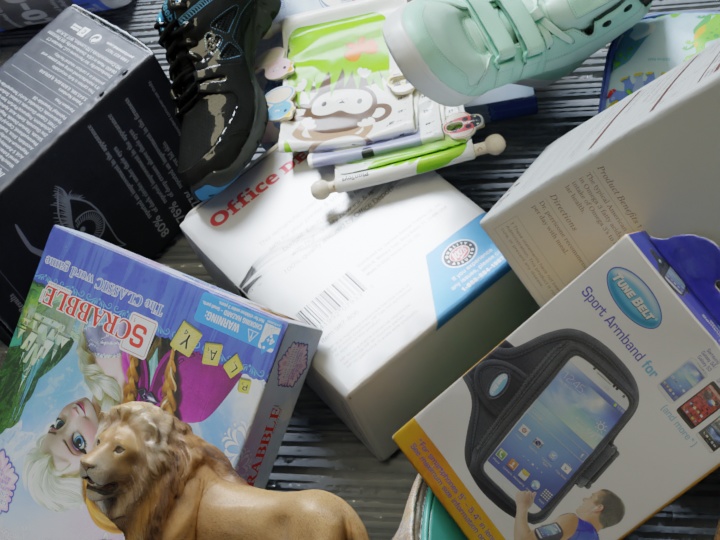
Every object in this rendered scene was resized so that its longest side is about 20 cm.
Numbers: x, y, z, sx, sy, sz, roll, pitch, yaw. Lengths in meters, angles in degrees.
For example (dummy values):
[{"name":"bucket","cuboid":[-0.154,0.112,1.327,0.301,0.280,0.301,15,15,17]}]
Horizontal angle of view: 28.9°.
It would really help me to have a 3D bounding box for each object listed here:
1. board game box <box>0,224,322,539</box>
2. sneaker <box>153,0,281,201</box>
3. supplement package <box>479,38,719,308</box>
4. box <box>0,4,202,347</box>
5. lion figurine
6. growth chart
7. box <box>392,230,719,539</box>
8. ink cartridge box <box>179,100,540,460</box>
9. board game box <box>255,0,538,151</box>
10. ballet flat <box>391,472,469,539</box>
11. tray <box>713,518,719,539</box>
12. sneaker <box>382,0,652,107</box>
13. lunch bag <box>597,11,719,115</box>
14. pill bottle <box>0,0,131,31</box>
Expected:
[{"name":"board game box","cuboid":[-0.143,0.096,0.855,0.200,0.041,0.200,20,91,32]},{"name":"sneaker","cuboid":[-0.108,-0.139,0.942,0.073,0.082,0.200,-26,49,38]},{"name":"supplement package","cuboid":[0.188,-0.048,0.764,0.200,0.117,0.117,-31,8,37]},{"name":"box","cuboid":[-0.216,-0.059,0.985,0.200,0.148,0.104,-45,52,-16]},{"name":"lion figurine","cuboid":[-0.058,0.142,0.744,0.199,0.072,0.123,7,88,16]},{"name":"growth chart","cuboid":[0.002,-0.122,0.933,0.144,0.018,0.200,-18,47,1]},{"name":"box","cuboid":[0.124,0.073,0.728,0.200,0.041,0.119,-44,76,25]},{"name":"ink cartridge box","cuboid":[0.000,0.000,0.902,0.144,0.084,0.200,-38,51,-11]},{"name":"board game box","cuboid":[0.016,-0.195,1.017,0.198,0.043,0.201,-9,75,8]},{"name":"ballet flat","cuboid":[0.037,0.198,0.753,0.067,0.068,0.200,-34,42,30]},{"name":"tray","cuboid":[0.235,0.081,0.741,0.037,0.099,0.200,23,62,6]},{"name":"sneaker","cuboid":[0.103,-0.163,0.862,0.118,0.200,0.074,-35,78,37]},{"name":"lunch bag","cuboid":[0.251,-0.089,0.882,0.199,0.083,0.161,4,58,24]},{"name":"pill bottle","cuboid":[-0.302,-0.265,1.198,0.199,0.114,0.114,-9,52,15]}]
